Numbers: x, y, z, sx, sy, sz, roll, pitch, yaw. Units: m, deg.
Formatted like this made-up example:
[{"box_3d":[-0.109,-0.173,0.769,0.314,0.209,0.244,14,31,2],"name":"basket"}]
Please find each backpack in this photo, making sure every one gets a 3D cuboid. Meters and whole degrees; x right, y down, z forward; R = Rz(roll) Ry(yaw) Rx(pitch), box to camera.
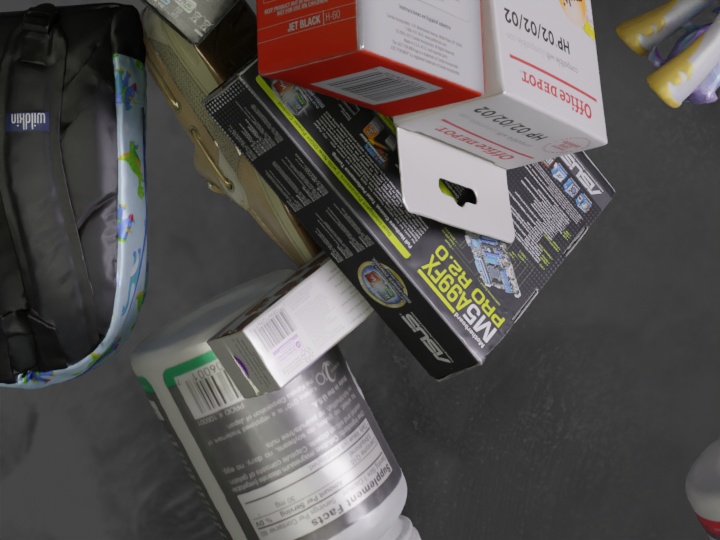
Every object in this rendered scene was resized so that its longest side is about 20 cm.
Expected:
[{"box_3d":[-0.187,-0.033,0.848,0.163,0.154,0.200,-8,79,0],"name":"backpack"}]

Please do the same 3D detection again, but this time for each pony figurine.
[{"box_3d":[0.220,-0.188,0.825,0.193,0.167,0.200,46,113,3],"name":"pony figurine"}]

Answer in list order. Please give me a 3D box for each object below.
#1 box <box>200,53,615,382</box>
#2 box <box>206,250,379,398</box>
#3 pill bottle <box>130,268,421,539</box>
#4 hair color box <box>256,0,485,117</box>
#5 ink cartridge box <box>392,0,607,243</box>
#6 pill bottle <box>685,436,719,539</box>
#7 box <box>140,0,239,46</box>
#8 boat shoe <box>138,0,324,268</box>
[{"box_3d":[0.033,-0.066,0.829,0.200,0.044,0.160,49,55,-10],"name":"box"},{"box_3d":[0.000,0.000,0.837,0.200,0.039,0.041,-40,103,-36],"name":"box"},{"box_3d":[-0.042,0.110,0.879,0.113,0.113,0.200,-25,100,3],"name":"pill bottle"},{"box_3d":[0.003,-0.182,0.698,0.061,0.101,0.200,-8,78,37],"name":"hair color box"},{"box_3d":[0.069,-0.124,0.778,0.068,0.115,0.200,-13,75,34],"name":"ink cartridge box"},{"box_3d":[0.289,0.186,0.894,0.120,0.120,0.200,-29,99,4],"name":"pill bottle"},{"box_3d":[-0.097,-0.253,0.778,0.200,0.048,0.193,40,92,-14],"name":"box"},{"box_3d":[-0.063,-0.074,0.876,0.065,0.072,0.200,-24,102,45],"name":"boat shoe"}]
